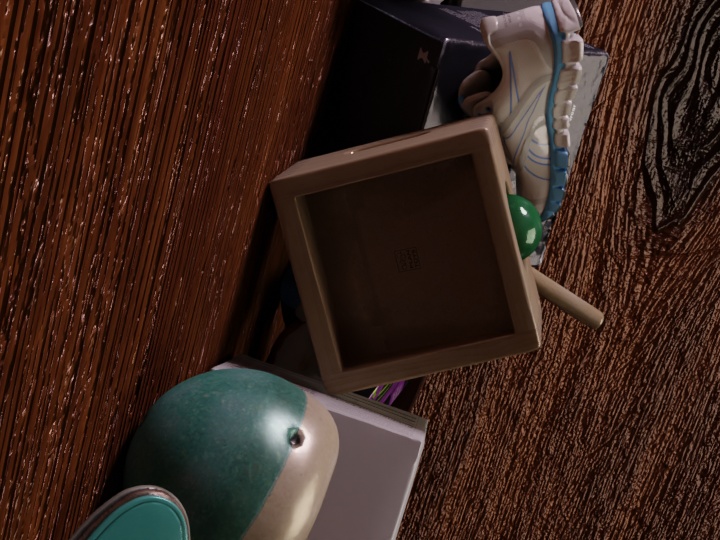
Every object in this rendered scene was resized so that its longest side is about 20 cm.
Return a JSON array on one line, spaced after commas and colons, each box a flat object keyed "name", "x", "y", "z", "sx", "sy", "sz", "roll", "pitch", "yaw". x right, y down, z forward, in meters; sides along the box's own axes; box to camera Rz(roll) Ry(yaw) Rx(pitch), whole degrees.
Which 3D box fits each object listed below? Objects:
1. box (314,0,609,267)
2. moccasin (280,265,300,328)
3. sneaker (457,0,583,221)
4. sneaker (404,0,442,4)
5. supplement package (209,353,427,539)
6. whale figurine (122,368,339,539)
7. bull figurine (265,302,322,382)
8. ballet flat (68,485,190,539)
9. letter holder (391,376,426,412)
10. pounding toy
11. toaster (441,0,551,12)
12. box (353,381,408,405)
[{"name": "box", "x": 0.076, "y": -0.110, "z": 1.127, "sx": 0.199, "sy": 0.117, "sz": 0.199, "roll": -4, "pitch": 119, "yaw": -42}, {"name": "moccasin", "x": 0.000, "y": 0.000, "z": 1.225, "sx": 0.199, "sy": 0.080, "sz": 0.069, "roll": -23, "pitch": 137, "yaw": -34}, {"name": "sneaker", "x": 0.116, "y": -0.119, "z": 1.034, "sx": 0.075, "sy": 0.086, "sz": 0.201, "roll": -98, "pitch": -176, "yaw": -47}, {"name": "sneaker", "x": 0.033, "y": -0.210, "z": 1.170, "sx": 0.116, "sy": 0.074, "sz": 0.202, "roll": 62, "pitch": 36, "yaw": -78}, {"name": "supplement package", "x": -0.054, "y": 0.183, "z": 0.966, "sx": 0.111, "sy": 0.154, "sz": 0.202, "roll": -16, "pitch": 124, "yaw": -84}, {"name": "whale figurine", "x": -0.098, "y": 0.132, "z": 0.762, "sx": 0.200, "sy": 0.103, "sz": 0.160, "roll": -43, "pitch": -163, "yaw": 42}, {"name": "bull figurine", "x": -0.053, "y": 0.093, "z": 1.122, "sx": 0.201, "sy": 0.065, "sz": 0.121, "roll": -63, "pitch": 175, "yaw": 13}, {"name": "ballet flat", "x": -0.140, "y": 0.196, "z": 0.640, "sx": 0.064, "sy": 0.067, "sz": 0.202, "roll": -13, "pitch": -126, "yaw": 62}, {"name": "letter holder", "x": 0.000, "y": 0.101, "z": 1.441, "sx": 0.101, "sy": 0.141, "sz": 0.201, "roll": -66, "pitch": 173, "yaw": -56}, {"name": "pounding toy", "x": 0.063, "y": -0.009, "z": 0.992, "sx": 0.142, "sy": 0.198, "sz": 0.186, "roll": -58, "pitch": 134, "yaw": -76}, {"name": "toaster", "x": 0.137, "y": -0.329, "z": 1.377, "sx": 0.181, "sy": 0.117, "sz": 0.202, "roll": -94, "pitch": -167, "yaw": -60}, {"name": "box", "x": -0.026, "y": 0.140, "z": 1.121, "sx": 0.200, "sy": 0.036, "sz": 0.143, "roll": -50, "pitch": 168, "yaw": -17}]
